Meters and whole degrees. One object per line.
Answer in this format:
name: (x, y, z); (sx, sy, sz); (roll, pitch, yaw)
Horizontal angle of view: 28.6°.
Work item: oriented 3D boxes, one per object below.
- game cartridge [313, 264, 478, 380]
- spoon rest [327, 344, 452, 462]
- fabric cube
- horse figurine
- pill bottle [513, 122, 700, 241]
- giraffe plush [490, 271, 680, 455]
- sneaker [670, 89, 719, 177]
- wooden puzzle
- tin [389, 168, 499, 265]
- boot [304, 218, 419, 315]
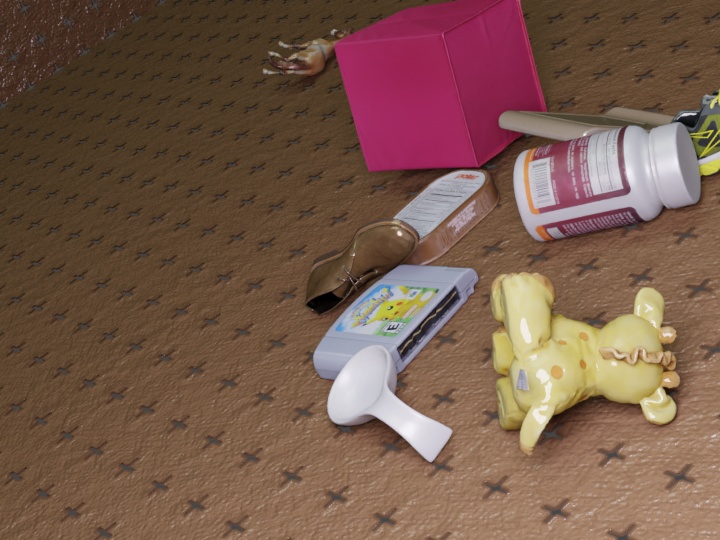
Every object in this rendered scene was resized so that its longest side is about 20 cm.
game cartridge: (0.037, 0.060, 1.690); (0.133, 0.041, 0.200); (-1, 35, 47)
spoon rest: (0.022, 0.139, 1.513); (0.100, 0.061, 0.200); (-55, 32, -4)
fabric cube: (0.117, -0.266, 2.000); (0.198, 0.198, 0.200); (0, 24, 42)
horse figurine: (-0.102, -0.401, 2.634); (0.131, 0.050, 0.200); (5, 28, 19)
pill bottle: (0.292, -0.107, 1.675); (0.199, 0.115, 0.114); (-11, 29, 27)
giraffe plush: (0.220, 0.083, 1.372); (0.161, 0.174, 0.200); (-4, 15, -4)
sneaker: (0.442, -0.177, 1.647); (0.200, 0.085, 0.075); (-30, 16, 46)
wooden puzzle: (0.307, -0.182, 1.828); (0.199, 0.038, 0.185); (-6, 15, -29)
tin: (0.101, -0.070, 1.870); (0.112, 0.042, 0.200); (13, 45, 46)
boot: (0.000, 0.000, 1.769); (0.200, 0.073, 0.076); (-32, 26, 45)
